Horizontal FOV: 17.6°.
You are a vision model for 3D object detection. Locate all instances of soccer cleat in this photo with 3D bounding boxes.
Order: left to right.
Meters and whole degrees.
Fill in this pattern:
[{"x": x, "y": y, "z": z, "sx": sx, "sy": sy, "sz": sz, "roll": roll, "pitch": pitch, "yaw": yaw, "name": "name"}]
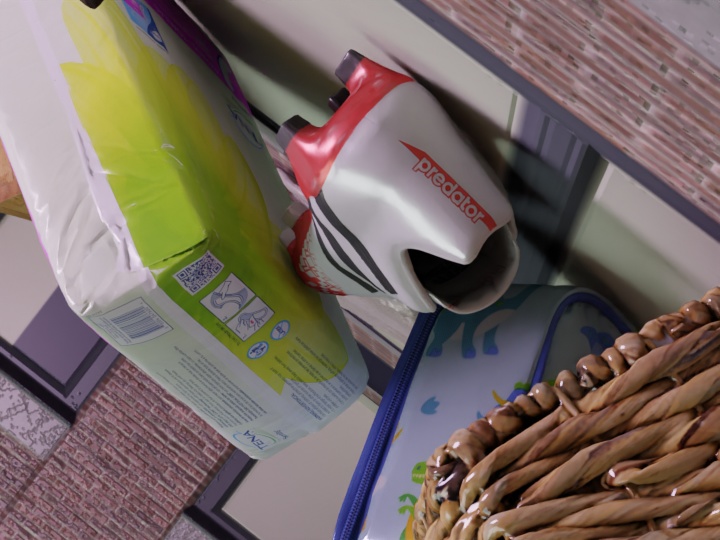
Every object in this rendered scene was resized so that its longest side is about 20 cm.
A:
[{"x": 0.018, "y": -0.014, "z": 0.826, "sx": 0.085, "sy": 0.069, "sz": 0.200, "roll": 42, "pitch": 171, "yaw": 10, "name": "soccer cleat"}]

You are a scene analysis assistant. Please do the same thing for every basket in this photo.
[{"x": 0.107, "y": 0.117, "z": 0.704, "sx": 0.150, "sy": 0.142, "sz": 0.200, "roll": 63, "pitch": -175, "yaw": 22, "name": "basket"}]

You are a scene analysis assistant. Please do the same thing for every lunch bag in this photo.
[{"x": 0.077, "y": 0.102, "z": 0.900, "sx": 0.082, "sy": 0.162, "sz": 0.200, "roll": 5, "pitch": 155, "yaw": 36, "name": "lunch bag"}]

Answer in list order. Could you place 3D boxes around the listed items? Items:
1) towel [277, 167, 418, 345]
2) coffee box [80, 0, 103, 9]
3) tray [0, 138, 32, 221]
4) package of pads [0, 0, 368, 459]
[{"x": 0.000, "y": 0.000, "z": 1.255, "sx": 0.200, "sy": 0.035, "sz": 0.132, "roll": 32, "pitch": 173, "yaw": 42, "name": "towel"}, {"x": -0.106, "y": -0.147, "z": 0.415, "sx": 0.200, "sy": 0.080, "sz": 0.114, "roll": 38, "pitch": 175, "yaw": 1, "name": "coffee box"}, {"x": -0.124, "y": -0.065, "z": 1.046, "sx": 0.200, "sy": 0.037, "sz": 0.099, "roll": 19, "pitch": -129, "yaw": -70, "name": "tray"}, {"x": -0.080, "y": -0.037, "z": 0.909, "sx": 0.155, "sy": 0.068, "sz": 0.201, "roll": 46, "pitch": -165, "yaw": -55, "name": "package of pads"}]
